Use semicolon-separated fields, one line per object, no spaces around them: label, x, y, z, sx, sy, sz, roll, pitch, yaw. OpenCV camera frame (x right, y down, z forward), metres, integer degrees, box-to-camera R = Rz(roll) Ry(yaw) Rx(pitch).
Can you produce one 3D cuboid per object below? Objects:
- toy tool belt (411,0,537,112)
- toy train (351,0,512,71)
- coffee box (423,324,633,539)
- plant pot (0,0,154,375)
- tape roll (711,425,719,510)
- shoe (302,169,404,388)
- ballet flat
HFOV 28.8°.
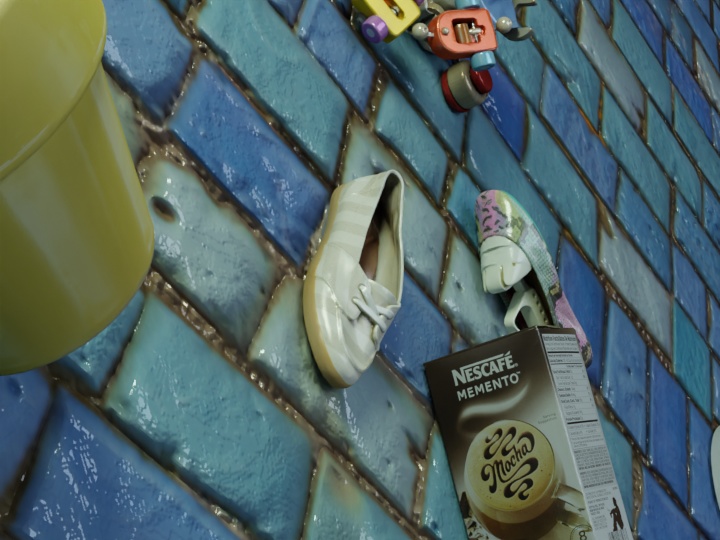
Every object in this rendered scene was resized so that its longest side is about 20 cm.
toy tool belt;0.109;-0.265;1.350;0.125;0.122;0.201;-26;95;-60
toy train;0.047;-0.268;1.279;0.150;0.056;0.201;-16;86;-29
coffee box;0.139;0.156;1.149;0.080;0.113;0.201;5;67;-58
plant pot;-0.196;-0.056;0.671;0.201;0.200;0.189;-79;153;-43
tape roll;0.527;0.266;1.692;0.203;0.139;0.204;38;42;-43
shoe;0.000;0.000;1.076;0.070;0.053;0.201;44;38;-36
ballet flat;0.153;0.023;1.313;0.071;0.069;0.201;-37;106;-39
